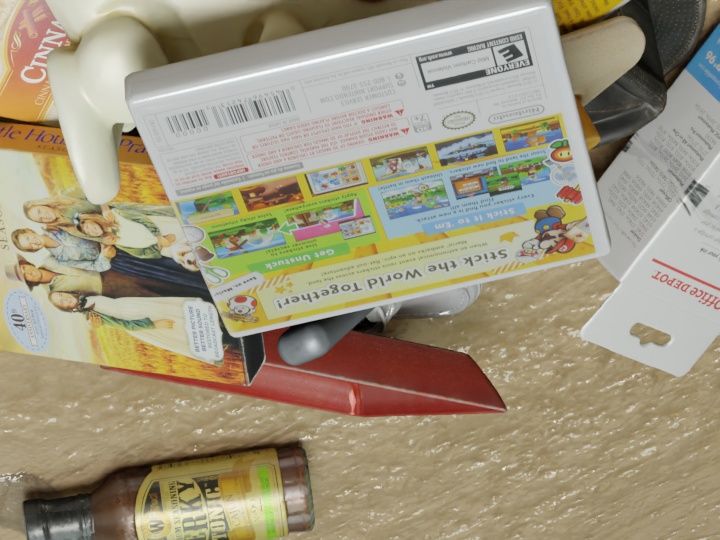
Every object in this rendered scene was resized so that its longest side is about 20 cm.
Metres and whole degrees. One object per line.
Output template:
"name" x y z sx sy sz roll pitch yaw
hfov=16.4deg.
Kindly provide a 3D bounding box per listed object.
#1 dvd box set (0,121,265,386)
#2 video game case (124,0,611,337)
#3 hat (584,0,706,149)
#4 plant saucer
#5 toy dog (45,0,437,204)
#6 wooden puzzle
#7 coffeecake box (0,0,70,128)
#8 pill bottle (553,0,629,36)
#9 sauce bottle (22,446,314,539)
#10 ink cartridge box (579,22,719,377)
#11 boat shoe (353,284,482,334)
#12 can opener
"dvd box set" -0.157 -0.012 1.386 0.200 0.029 0.146 8 127 18
"video game case" 0.008 -0.049 1.199 0.200 0.023 0.182 -13 139 7
"hat" 0.122 -0.117 1.423 0.201 0.081 0.201 -16 139 -14
"plant saucer" -0.037 0.059 1.589 0.200 0.037 0.200 12 171 -27
"toy dog" -0.052 -0.145 1.232 0.200 0.140 0.194 -13 105 7
"wooden puzzle" 0.046 -0.045 1.323 0.185 0.046 0.200 -21 164 -37
"coffeecake box" -0.207 -0.164 1.314 0.200 0.073 0.154 10 136 -25
"pill bottle" 0.098 -0.179 1.310 0.200 0.113 0.113 -36 137 3
"sauce bottle" -0.133 0.166 1.735 0.200 0.065 0.065 -10 141 -5
"ink cartridge box" 0.208 -0.041 1.520 0.116 0.068 0.200 22 111 -44
"boat shoe" -0.011 0.010 1.576 0.200 0.069 0.072 13 134 -27
"can opener" 0.000 0.000 1.479 0.066 0.200 0.053 -21 97 28
